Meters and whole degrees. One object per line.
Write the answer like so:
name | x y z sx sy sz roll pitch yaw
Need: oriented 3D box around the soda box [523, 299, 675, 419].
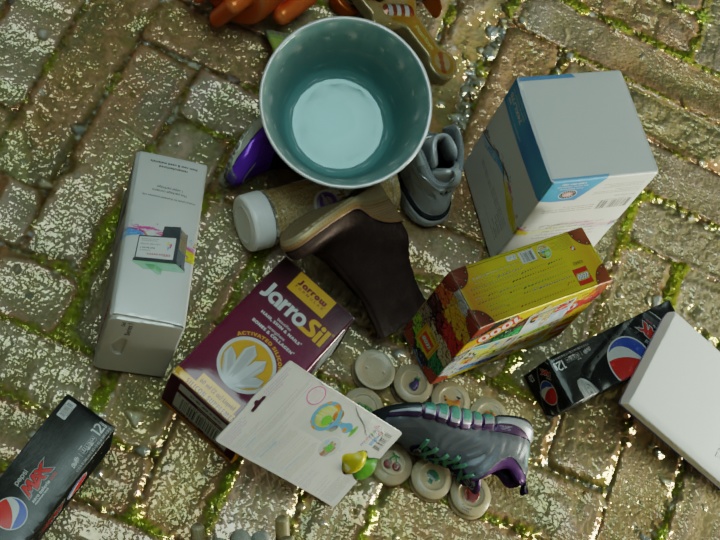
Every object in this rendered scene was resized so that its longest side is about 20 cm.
soda box | 0.301 0.107 1.764 0.199 0.071 0.064 -23 78 -26

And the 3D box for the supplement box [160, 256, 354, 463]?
supplement box | -0.113 0.098 1.624 0.110 0.086 0.200 40 59 5

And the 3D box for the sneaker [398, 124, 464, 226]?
sneaker | 0.069 -0.164 1.796 0.074 0.115 0.201 -15 70 -24

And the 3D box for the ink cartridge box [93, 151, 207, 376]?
ink cartridge box | -0.230 -0.004 1.601 0.083 0.145 0.202 11 62 -12

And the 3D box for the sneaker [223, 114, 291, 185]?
sneaker | -0.077 -0.156 1.772 0.099 0.070 0.200 43 60 3

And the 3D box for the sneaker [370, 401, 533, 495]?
sneaker | 0.103 0.201 1.636 0.198 0.074 0.088 8 67 -16

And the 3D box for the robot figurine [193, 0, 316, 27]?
robot figurine | -0.127 -0.392 1.844 0.143 0.117 0.200 30 57 20

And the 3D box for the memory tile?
memory tile | 0.070 0.186 1.682 0.198 0.017 0.154 22 60 -6

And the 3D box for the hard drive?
hard drive | 0.411 0.163 1.754 0.200 0.025 0.133 39 69 -18

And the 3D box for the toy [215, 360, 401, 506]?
toy | -0.057 0.168 1.560 0.200 0.115 0.047 37 9 -39

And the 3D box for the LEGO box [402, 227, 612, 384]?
LEGO box | 0.169 0.041 1.701 0.198 0.149 0.078 -18 69 -29

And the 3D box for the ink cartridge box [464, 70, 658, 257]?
ink cartridge box | 0.237 -0.124 1.784 0.145 0.200 0.147 -6 65 -21

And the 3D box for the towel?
towel | -0.019 -0.256 1.822 0.198 0.023 0.144 11 20 -15

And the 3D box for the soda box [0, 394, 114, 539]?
soda box | -0.335 0.229 1.485 0.063 0.071 0.201 35 61 3

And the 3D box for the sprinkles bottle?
sprinkles bottle | -0.051 -0.080 1.743 0.198 0.068 0.069 -17 71 -25

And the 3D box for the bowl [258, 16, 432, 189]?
bowl | -0.023 -0.181 1.696 0.198 0.105 0.203 2 79 -8

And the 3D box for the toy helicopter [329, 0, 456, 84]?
toy helicopter | 0.063 -0.334 1.917 0.132 0.079 0.201 -37 91 -38

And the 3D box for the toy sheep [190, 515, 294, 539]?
toy sheep | -0.113 0.324 1.487 0.198 0.138 0.139 -3 65 -5

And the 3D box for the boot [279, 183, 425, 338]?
boot | 0.000 0.000 1.668 0.200 0.072 0.168 -31 103 -50
